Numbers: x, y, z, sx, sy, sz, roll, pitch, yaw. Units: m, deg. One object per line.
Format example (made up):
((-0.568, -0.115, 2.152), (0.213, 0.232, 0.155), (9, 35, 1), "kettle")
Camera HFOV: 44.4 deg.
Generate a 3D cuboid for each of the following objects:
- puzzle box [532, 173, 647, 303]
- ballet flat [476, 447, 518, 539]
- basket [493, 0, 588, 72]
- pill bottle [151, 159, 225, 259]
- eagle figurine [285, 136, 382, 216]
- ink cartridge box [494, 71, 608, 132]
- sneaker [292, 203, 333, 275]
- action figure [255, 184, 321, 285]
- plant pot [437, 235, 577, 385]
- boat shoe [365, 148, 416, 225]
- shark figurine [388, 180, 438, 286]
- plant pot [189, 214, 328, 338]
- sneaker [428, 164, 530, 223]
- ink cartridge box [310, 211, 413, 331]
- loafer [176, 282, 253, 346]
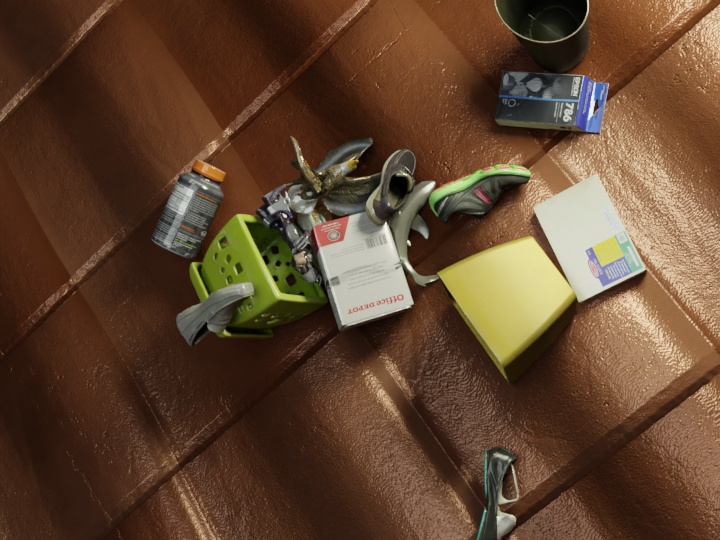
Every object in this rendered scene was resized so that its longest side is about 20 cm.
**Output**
((0.414, -0.057, 1.601), (0.132, 0.025, 0.202), (-27, 72, 16), "puzzle box")
((0.246, 0.419, 1.574), (0.068, 0.068, 0.202), (6, 84, 15), "ballet flat")
((0.345, -0.446, 1.598), (0.180, 0.200, 0.136), (41, 98, 24), "basket")
((-0.362, -0.135, 1.896), (0.106, 0.106, 0.201), (27, 92, 24), "pill bottle")
((-0.041, -0.185, 1.744), (0.150, 0.199, 0.153), (14, 105, 39), "eagle figurine")
((0.358, -0.318, 1.661), (0.198, 0.039, 0.101), (8, 84, 23), "ink cartridge box")
((-0.074, -0.033, 1.788), (0.087, 0.075, 0.202), (-31, 76, 44), "sneaker")
((-0.126, -0.058, 1.695), (0.069, 0.130, 0.201), (-27, 78, -16), "action figure")
((0.273, 0.058, 1.562), (0.176, 0.200, 0.201), (-34, 70, 1), "plant pot")
((0.073, -0.166, 1.691), (0.064, 0.072, 0.201), (-20, 28, 42), "boat shoe")
((0.082, -0.068, 1.711), (0.127, 0.089, 0.217), (-6, 77, 23), "shark figurine")
((-0.213, 0.027, 1.763), (0.181, 0.199, 0.200), (-37, 70, 21), "plant pot")
((0.231, -0.146, 1.678), (0.198, 0.077, 0.084), (-19, 99, 17), "sneaker")
((0.000, 0.000, 1.695), (0.145, 0.083, 0.202), (-15, 80, -11), "ink cartridge box")
((-0.266, 0.081, 1.650), (0.199, 0.070, 0.070), (-31, 79, 37), "loafer")
